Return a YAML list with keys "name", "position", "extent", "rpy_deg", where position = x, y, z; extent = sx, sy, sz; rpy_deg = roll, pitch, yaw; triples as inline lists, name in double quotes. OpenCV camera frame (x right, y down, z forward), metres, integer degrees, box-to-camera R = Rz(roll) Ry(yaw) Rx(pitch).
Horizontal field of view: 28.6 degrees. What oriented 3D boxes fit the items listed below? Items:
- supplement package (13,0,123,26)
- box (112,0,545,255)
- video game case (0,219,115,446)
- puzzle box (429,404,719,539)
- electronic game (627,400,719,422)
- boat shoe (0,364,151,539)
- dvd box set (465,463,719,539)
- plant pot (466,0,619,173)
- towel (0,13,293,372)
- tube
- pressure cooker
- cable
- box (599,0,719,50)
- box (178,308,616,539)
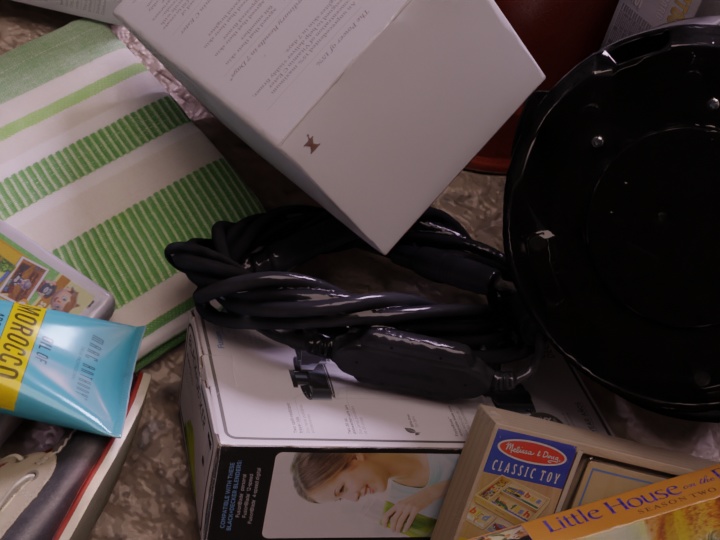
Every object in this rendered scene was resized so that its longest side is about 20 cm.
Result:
- name: "supplement package"
  position: [-0.215, -0.236, 0.813]
  extent: [0.199, 0.110, 0.114]
  rpy_deg: [12, 46, -10]
- name: "box"
  position: [-0.022, -0.119, 0.739]
  extent: [0.124, 0.097, 0.200]
  rpy_deg: [-47, 42, -2]
- name: "video game case"
  position: [-0.250, 0.038, 0.681]
  extent: [0.181, 0.022, 0.200]
  rpy_deg: [33, 60, 8]
- name: "puzzle box"
  position: [0.126, 0.148, 0.676]
  extent: [0.199, 0.134, 0.025]
  rpy_deg: [14, 11, -18]
- name: "electronic game"
  position: [0.206, -0.004, 0.807]
  extent: [0.199, 0.042, 0.201]
  rpy_deg: [-11, 53, 15]
- name: "boat shoe"
  position: [-0.159, 0.121, 0.649]
  extent: [0.062, 0.071, 0.201]
  rpy_deg: [25, 60, 2]
- name: "dvd box set"
  position: [0.141, 0.169, 0.656]
  extent: [0.199, 0.147, 0.029]
  rpy_deg: [-14, 19, -11]
- name: "plant pot"
  position: [0.098, -0.196, 0.844]
  extent: [0.199, 0.196, 0.202]
  rpy_deg: [8, 57, -13]
- name: "towel"
  position: [-0.147, -0.043, 0.780]
  extent: [0.152, 0.023, 0.200]
  rpy_deg: [-33, 72, -31]
- name: "tube"
  position: [-0.203, 0.032, 0.654]
  extent: [0.198, 0.051, 0.078]
  rpy_deg: [12, 42, -7]
- name: "pressure cooker"
  position: [0.171, -0.036, 0.691]
  extent: [0.177, 0.178, 0.200]
  rpy_deg: [60, 21, -2]
- name: "cable"
  position: [0.000, 0.000, 0.723]
  extent: [0.198, 0.051, 0.163]
  rpy_deg: [10, 27, 0]
- name: "box"
  position: [0.212, -0.169, 0.792]
  extent: [0.158, 0.201, 0.048]
  rpy_deg: [-30, 63, -32]
- name: "box"
  position: [0.014, 0.077, 0.706]
  extent: [0.198, 0.060, 0.117]
  rpy_deg: [3, 30, -17]
